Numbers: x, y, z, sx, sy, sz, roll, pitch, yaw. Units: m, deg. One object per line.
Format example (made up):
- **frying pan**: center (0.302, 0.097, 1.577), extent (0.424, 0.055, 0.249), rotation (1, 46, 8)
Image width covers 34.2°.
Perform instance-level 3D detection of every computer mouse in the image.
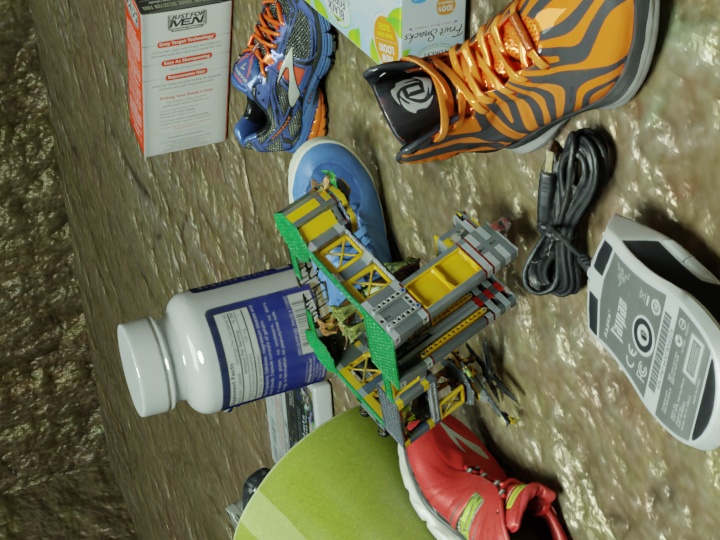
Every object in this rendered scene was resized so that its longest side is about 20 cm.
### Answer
- **computer mouse**: center (0.143, 0.013, 0.588), extent (0.200, 0.044, 0.110), rotation (-120, 29, -52)

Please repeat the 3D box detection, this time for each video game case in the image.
- **video game case**: center (-0.068, 0.172, 1.304), extent (0.182, 0.023, 0.202), rotation (-135, 37, -57)

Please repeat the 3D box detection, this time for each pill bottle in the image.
- **pill bottle**: center (-0.125, 0.070, 1.122), extent (0.120, 0.198, 0.121), rotation (166, 90, -71)

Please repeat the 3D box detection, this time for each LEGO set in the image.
- **LEGO set**: center (0.035, 0.015, 0.769), extent (0.154, 0.115, 0.201), rotation (42, 158, 39)

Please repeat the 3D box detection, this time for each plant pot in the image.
- **plant pot**: center (0.036, 0.232, 0.867), extent (0.200, 0.186, 0.188), rotation (42, 144, 35)

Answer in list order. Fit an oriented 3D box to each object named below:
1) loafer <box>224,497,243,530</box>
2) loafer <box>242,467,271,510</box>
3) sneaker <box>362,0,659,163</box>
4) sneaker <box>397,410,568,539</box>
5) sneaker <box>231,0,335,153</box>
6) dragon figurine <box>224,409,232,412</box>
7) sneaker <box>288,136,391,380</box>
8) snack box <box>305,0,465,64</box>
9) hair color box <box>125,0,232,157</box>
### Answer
- **loafer**: center (-0.125, 0.396, 1.542), extent (0.070, 0.069, 0.201), rotation (123, 130, -64)
- **loafer**: center (-0.077, 0.314, 1.347), extent (0.070, 0.068, 0.202), rotation (17, 133, 52)
- **sneaker**: center (0.068, -0.099, 0.604), extent (0.200, 0.111, 0.078), rotation (127, 126, -66)
- **sneaker**: center (0.098, 0.162, 0.789), extent (0.200, 0.077, 0.085), rotation (54, 140, 33)
- **sneaker**: center (-0.069, -0.175, 0.983), extent (0.075, 0.078, 0.201), rotation (-125, 28, -43)
- **dragon figurine**: center (-0.161, 0.094, 1.450), extent (0.059, 0.099, 0.201), rotation (60, 136, 41)
- **sneaker**: center (0.001, 0.000, 0.906), extent (0.111, 0.076, 0.201), rotation (-134, 30, -65)
- **snack box**: center (0.004, -0.230, 0.780), extent (0.200, 0.053, 0.143), rotation (-129, 30, -50)
- **hair color box**: center (-0.198, -0.222, 1.273), extent (0.201, 0.101, 0.061), rotation (102, 148, -49)
